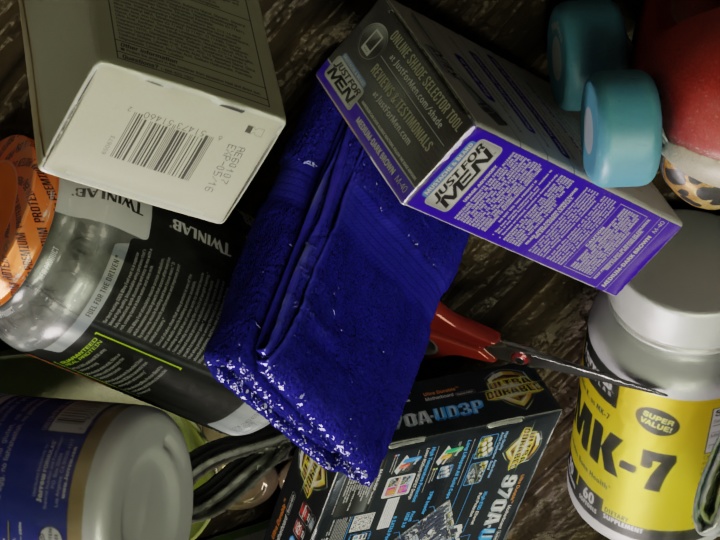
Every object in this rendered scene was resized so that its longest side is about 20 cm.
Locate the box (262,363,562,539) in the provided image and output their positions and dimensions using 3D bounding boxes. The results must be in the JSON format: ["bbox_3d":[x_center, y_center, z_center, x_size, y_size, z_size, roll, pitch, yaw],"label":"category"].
[{"bbox_3d":[0.021,0.152,1.542,0.158,0.046,0.201,-9,137,-31],"label":"box"}]

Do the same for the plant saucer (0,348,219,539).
[{"bbox_3d":[-0.183,0.112,1.527,0.198,0.031,0.201,2,133,2],"label":"plant saucer"}]

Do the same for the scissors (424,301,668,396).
[{"bbox_3d":[0.085,0.049,1.504,0.199,0.014,0.073,22,146,2],"label":"scissors"}]

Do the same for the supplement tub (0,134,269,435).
[{"bbox_3d":[-0.126,0.006,1.405,0.199,0.123,0.123,25,122,-32],"label":"supplement tub"}]

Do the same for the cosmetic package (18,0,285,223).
[{"bbox_3d":[-0.109,-0.124,1.238,0.103,0.201,0.073,17,125,-25],"label":"cosmetic package"}]

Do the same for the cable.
[{"bbox_3d":[-0.028,0.104,1.513,0.199,0.050,0.098,-15,135,-45],"label":"cable"}]

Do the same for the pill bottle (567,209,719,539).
[{"bbox_3d":[0.191,0.068,1.544,0.113,0.115,0.201,-5,132,-9],"label":"pill bottle"}]

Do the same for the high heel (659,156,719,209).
[{"bbox_3d":[0.272,-0.089,1.432,0.199,0.072,0.142,-33,148,27],"label":"high heel"}]

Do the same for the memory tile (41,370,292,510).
[{"bbox_3d":[-0.099,0.099,1.569,0.198,0.017,0.154,-4,132,-9],"label":"memory tile"}]

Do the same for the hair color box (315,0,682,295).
[{"bbox_3d":[0.078,-0.065,1.364,0.065,0.110,0.199,-46,141,17],"label":"hair color box"}]

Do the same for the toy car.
[{"bbox_3d":[0.203,-0.161,1.315,0.183,0.177,0.201,-3,120,-6],"label":"toy car"}]

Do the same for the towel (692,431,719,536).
[{"bbox_3d":[0.263,0.083,1.513,0.172,0.048,0.200,-66,160,5],"label":"towel"}]

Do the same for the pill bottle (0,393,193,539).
[{"bbox_3d":[-0.207,0.130,1.433,0.198,0.120,0.120,3,138,22],"label":"pill bottle"}]

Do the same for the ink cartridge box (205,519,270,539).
[{"bbox_3d":[-0.045,0.217,1.659,0.198,0.060,0.104,-19,132,3],"label":"ink cartridge box"}]

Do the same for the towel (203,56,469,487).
[{"bbox_3d":[0.000,0.000,1.391,0.049,0.201,0.148,-1,148,43],"label":"towel"}]
